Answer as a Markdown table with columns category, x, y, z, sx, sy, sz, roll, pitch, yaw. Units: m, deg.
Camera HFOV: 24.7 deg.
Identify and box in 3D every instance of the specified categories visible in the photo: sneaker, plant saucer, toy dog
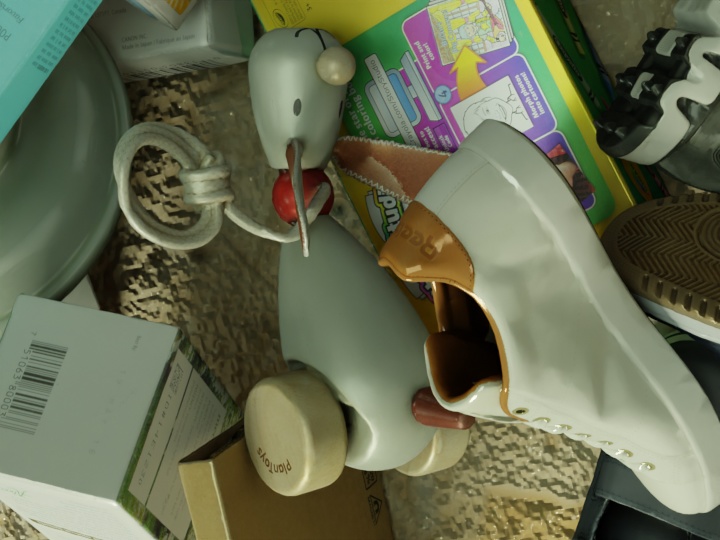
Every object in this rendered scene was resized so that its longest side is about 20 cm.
| category | x | y | z | sx | sy | sz | roll | pitch | yaw |
| --- | --- | --- | --- | --- | --- | --- | --- | --- | --- |
| sneaker | 0.130 | 0.128 | 0.727 | 0.078 | 0.079 | 0.202 | 16 | 105 | 19 |
| plant saucer | -0.200 | -0.060 | 0.719 | 0.198 | 0.050 | 0.202 | 0 | 69 | -1 |
| sneaker | 0.182 | -0.113 | 0.663 | 0.090 | 0.066 | 0.201 | 31 | 96 | -16 |
| toy dog | 0.000 | 0.000 | 0.673 | 0.096 | 0.132 | 0.202 | -11 | 109 | 50 |
| sneaker | 0.190 | 0.039 | 0.661 | 0.198 | 0.070 | 0.109 | 13 | 141 | 17 |
| sneaker | 0.072 | 0.040 | 0.641 | 0.085 | 0.073 | 0.200 | -43 | 119 | -9 |

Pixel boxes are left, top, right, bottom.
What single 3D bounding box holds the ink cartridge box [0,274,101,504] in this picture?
| category | x | y | z | sx | sy | sz | roll | pitch | yaw |
| --- | --- | --- | --- | --- | --- | --- | --- | --- | --- |
| ink cartridge box | -0.243 | 0.016 | 0.794 | 0.199 | 0.146 | 0.145 | 35 | 73 | 13 |

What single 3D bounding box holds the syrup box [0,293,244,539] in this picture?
| category | x | y | z | sx | sy | sz | roll | pitch | yaw |
| --- | --- | --- | --- | --- | --- | --- | --- | --- | --- |
| syrup box | -0.097 | 0.094 | 0.744 | 0.081 | 0.200 | 0.079 | 11 | 67 | 18 |

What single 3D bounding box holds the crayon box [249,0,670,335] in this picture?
| category | x | y | z | sx | sy | sz | roll | pitch | yaw |
| --- | --- | --- | --- | --- | --- | --- | --- | --- | --- |
| crayon box | 0.040 | -0.083 | 0.728 | 0.118 | 0.058 | 0.201 | -27 | 90 | 26 |

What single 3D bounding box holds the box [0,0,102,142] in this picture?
| category | x | y | z | sx | sy | sz | roll | pitch | yaw |
| --- | --- | --- | --- | --- | --- | --- | --- | --- | --- |
| box | -0.193 | -0.056 | 0.652 | 0.082 | 0.049 | 0.201 | 35 | 91 | 0 |

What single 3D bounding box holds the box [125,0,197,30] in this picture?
| category | x | y | z | sx | sy | sz | roll | pitch | yaw |
| --- | --- | --- | --- | --- | --- | --- | --- | --- | --- |
| box | -0.074 | -0.219 | 0.685 | 0.101 | 0.112 | 0.201 | 35 | 89 | 12 |

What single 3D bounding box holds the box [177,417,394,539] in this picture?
| category | x | y | z | sx | sy | sz | roll | pitch | yaw |
| --- | --- | --- | --- | --- | --- | --- | --- | --- | --- |
| box | -0.018 | 0.157 | 0.746 | 0.021 | 0.163 | 0.202 | -9 | 98 | 23 |

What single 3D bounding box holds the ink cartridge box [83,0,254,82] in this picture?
| category | x | y | z | sx | sy | sz | roll | pitch | yaw |
| --- | --- | --- | --- | --- | --- | --- | --- | --- | --- |
| ink cartridge box | -0.137 | -0.191 | 0.796 | 0.159 | 0.050 | 0.202 | -6 | 85 | 24 |
